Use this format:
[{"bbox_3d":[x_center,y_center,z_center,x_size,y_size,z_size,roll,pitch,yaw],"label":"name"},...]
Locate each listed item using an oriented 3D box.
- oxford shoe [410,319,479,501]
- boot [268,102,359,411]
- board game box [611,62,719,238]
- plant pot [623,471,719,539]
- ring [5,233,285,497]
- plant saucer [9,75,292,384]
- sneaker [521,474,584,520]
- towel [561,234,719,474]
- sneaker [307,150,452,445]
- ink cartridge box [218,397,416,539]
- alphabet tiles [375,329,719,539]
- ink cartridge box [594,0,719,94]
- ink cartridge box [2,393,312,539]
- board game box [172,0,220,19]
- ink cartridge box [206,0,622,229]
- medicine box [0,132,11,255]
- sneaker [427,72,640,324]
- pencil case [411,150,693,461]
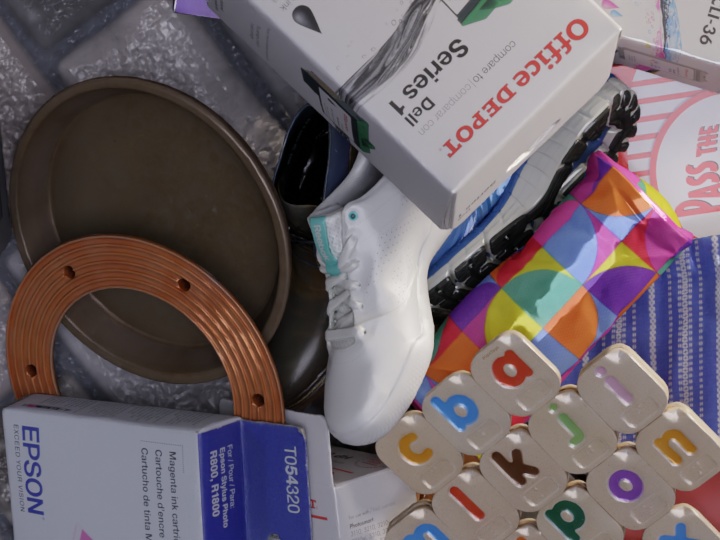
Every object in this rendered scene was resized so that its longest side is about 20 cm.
[{"bbox_3d":[0.059,0.131,1.734,0.071,0.071,0.200,10,98,-9],"label":"oxford shoe"},{"bbox_3d":[-0.035,-0.013,1.681,0.075,0.097,0.200,23,91,38],"label":"boot"},{"bbox_3d":[0.256,-0.070,1.720,0.200,0.046,0.152,-9,100,-1],"label":"board game box"},{"bbox_3d":[0.244,0.155,1.694,0.177,0.200,0.201,-12,100,10],"label":"plant pot"},{"bbox_3d":[-0.131,0.068,1.693,0.200,0.019,0.201,12,119,23],"label":"ring"},{"bbox_3d":[-0.124,-0.026,1.672,0.200,0.029,0.200,13,118,26],"label":"plant saucer"},{"bbox_3d":[0.109,0.205,1.716,0.074,0.079,0.200,11,117,33],"label":"sneaker"},{"bbox_3d":[0.200,0.045,1.650,0.200,0.024,0.145,-9,67,25],"label":"towel"},{"bbox_3d":[0.000,0.000,1.619,0.088,0.075,0.200,25,72,-40],"label":"sneaker"},{"bbox_3d":[-0.020,0.174,1.706,0.068,0.115,0.200,-14,103,-38],"label":"ink cartridge box"},{"bbox_3d":[0.113,0.133,1.617,0.196,0.015,0.200,44,115,-11],"label":"alphabet tiles"},{"bbox_3d":[0.204,-0.176,1.658,0.200,0.067,0.117,17,81,5],"label":"ink cartridge box"},{"bbox_3d":[-0.124,0.182,1.691,0.200,0.043,0.196,5,106,29],"label":"ink cartridge box"},{"bbox_3d":[-0.020,-0.243,1.671,0.165,0.057,0.200,7,99,-6],"label":"board game box"},{"bbox_3d":[0.031,-0.145,1.579,0.200,0.084,0.146,43,79,8],"label":"ink cartridge box"},{"bbox_3d":[-0.316,-0.046,1.625,0.200,0.182,0.103,-5,100,-2],"label":"medicine box"},{"bbox_3d":[0.081,-0.052,1.692,0.200,0.079,0.089,-50,60,7],"label":"sneaker"},{"bbox_3d":[0.106,0.022,1.648,0.088,0.088,0.200,44,96,-9],"label":"pencil case"}]
